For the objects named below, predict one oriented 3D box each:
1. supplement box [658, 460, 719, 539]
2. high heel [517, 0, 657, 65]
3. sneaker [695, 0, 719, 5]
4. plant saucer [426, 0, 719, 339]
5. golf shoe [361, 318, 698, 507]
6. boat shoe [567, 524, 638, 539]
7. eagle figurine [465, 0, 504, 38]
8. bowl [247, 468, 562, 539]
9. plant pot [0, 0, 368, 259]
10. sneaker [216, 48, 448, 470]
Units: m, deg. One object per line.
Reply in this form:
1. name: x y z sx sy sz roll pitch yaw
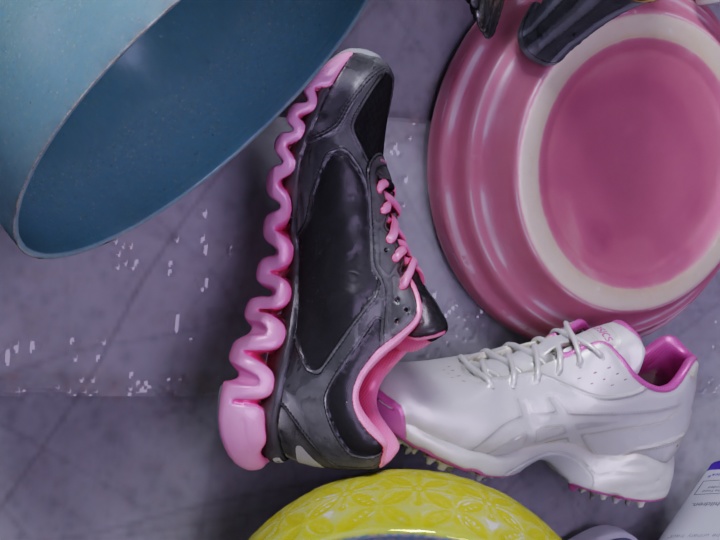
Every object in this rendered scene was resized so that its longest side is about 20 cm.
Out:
1. supplement box: 0.198 0.195 1.121 0.200 0.103 0.102 -45 119 -44
2. high heel: 0.137 -0.204 1.021 0.071 0.142 0.201 21 68 -15
3. sneaker: 0.244 -0.213 1.138 0.199 0.073 0.117 -18 98 -36
4. plant saucer: 0.129 -0.057 1.110 0.199 0.051 0.202 -5 101 -30
5. golf shoe: 0.086 0.057 1.081 0.199 0.075 0.092 12 111 -36
6. boat shoe: 0.098 0.225 1.128 0.073 0.065 0.201 39 78 -28
7. eagle figurine: 0.046 -0.187 0.955 0.150 0.200 0.153 -22 108 -25
8. bowl: 0.023 0.160 1.037 0.198 0.108 0.201 1 127 2
9. plant pot: -0.106 -0.122 0.904 0.200 0.200 0.135 -39 78 -19
10. sneaker: 0.000 0.000 1.004 0.079 0.095 0.202 15 86 -72
